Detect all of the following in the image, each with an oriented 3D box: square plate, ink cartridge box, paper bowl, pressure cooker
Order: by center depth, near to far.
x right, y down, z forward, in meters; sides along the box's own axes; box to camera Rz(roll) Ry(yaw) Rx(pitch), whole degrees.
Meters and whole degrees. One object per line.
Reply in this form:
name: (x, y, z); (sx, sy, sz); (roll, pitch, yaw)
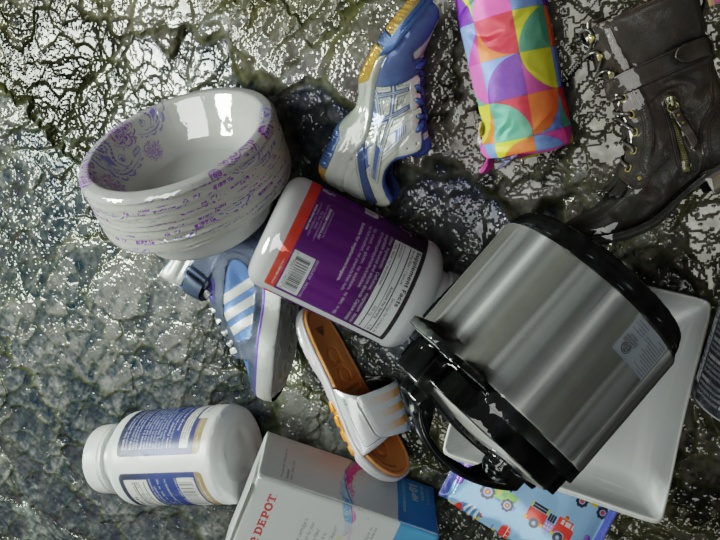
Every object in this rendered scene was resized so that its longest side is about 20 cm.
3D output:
pressure cooker: (0.128, 0.076, 0.645); (0.176, 0.179, 0.200); (40, 87, 12)
square plate: (0.195, 0.100, 0.734); (0.196, 0.028, 0.202); (15, 82, 13)
paper bowl: (-0.164, -0.089, 0.799); (0.199, 0.201, 0.105); (0, 130, 24)
ink cartridge box: (-0.036, 0.277, 0.859); (0.199, 0.085, 0.145); (20, 112, -8)

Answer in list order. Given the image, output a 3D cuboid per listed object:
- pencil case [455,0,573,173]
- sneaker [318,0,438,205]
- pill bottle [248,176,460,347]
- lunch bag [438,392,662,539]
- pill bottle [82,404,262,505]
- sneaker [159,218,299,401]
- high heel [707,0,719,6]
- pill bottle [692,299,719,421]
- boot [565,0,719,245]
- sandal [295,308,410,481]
pencil case: (0.127, -0.190, 0.704); (0.088, 0.088, 0.202); (-7, 99, 25)
sneaker: (0.038, -0.154, 0.757); (0.088, 0.075, 0.201); (30, 122, 5)
pill bottle: (0.000, 0.000, 0.775); (0.199, 0.113, 0.113); (26, 114, -8)
lunch bag: (0.192, 0.162, 0.775); (0.150, 0.094, 0.201); (29, 97, 15)
pill bottle: (-0.223, 0.218, 0.949); (0.198, 0.111, 0.112); (-8, 100, 25)
sneaker: (-0.146, 0.034, 0.876); (0.145, 0.081, 0.202); (6, 102, 15)
high heel: (0.325, -0.164, 0.589); (0.096, 0.067, 0.201); (4, 133, 50)
pill bottle: (0.347, 0.028, 0.649); (0.105, 0.106, 0.202); (16, 109, 19)
boot: (0.226, -0.127, 0.678); (0.199, 0.069, 0.175); (-28, 91, 5)
sandal: (0.002, 0.122, 0.842); (0.059, 0.079, 0.208); (-31, 88, 30)
